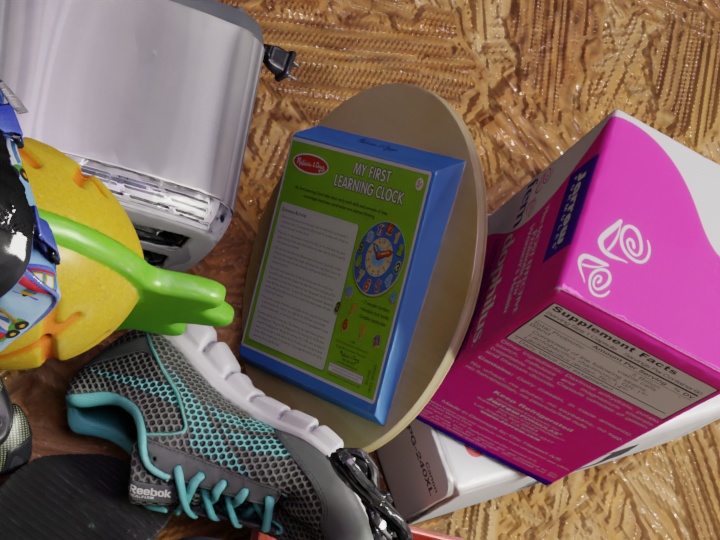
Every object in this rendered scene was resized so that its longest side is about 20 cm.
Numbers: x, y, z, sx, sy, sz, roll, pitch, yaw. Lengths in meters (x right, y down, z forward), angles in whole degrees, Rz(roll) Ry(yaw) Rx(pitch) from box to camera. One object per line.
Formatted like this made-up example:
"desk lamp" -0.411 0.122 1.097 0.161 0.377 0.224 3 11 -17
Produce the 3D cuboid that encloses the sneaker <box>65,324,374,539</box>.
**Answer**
"sneaker" -0.074 0.101 0.973 0.091 0.078 0.199 -33 55 -31

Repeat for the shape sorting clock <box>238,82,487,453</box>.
"shape sorting clock" 0.000 0.000 1.004 0.039 0.199 0.202 12 66 -35

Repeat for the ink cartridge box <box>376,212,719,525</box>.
"ink cartridge box" 0.096 0.044 1.094 0.198 0.083 0.147 -13 77 -27

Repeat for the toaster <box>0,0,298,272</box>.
"toaster" -0.135 -0.080 1.021 0.198 0.113 0.131 15 69 -22

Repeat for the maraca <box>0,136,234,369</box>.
"maraca" -0.155 -0.003 0.912 0.199 0.137 0.108 20 74 -33

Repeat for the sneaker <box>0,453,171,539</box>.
"sneaker" -0.171 0.160 0.944 0.074 0.089 0.200 35 34 16

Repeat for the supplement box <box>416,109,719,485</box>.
"supplement box" 0.109 0.020 0.945 0.103 0.200 0.102 27 63 -12

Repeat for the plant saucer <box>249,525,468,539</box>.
"plant saucer" 0.017 0.238 1.014 0.198 0.037 0.202 16 64 -18

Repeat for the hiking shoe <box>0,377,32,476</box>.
"hiking shoe" -0.212 0.087 0.941 0.100 0.076 0.202 22 63 -12

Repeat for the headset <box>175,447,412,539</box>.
"headset" -0.067 0.162 0.886 0.199 0.124 0.095 -30 122 -6

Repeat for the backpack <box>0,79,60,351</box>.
"backpack" -0.229 -0.047 0.769 0.134 0.182 0.201 14 45 -53
